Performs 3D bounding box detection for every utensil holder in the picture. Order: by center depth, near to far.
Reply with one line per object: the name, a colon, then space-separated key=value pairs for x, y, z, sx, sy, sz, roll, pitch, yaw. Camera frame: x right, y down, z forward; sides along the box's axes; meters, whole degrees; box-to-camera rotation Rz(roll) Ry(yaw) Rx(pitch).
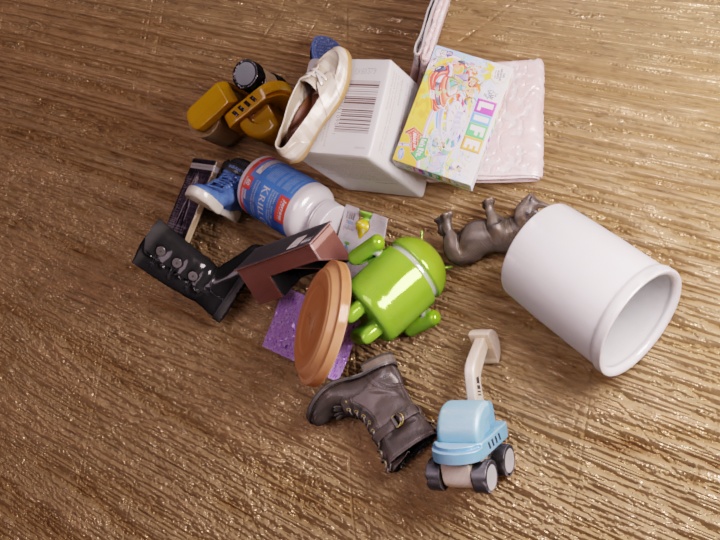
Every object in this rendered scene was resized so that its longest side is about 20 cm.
utensil holder: x=0.322 y=0.022 z=1.463 sx=0.200 sy=0.169 sz=0.171 roll=40 pitch=97 yaw=37

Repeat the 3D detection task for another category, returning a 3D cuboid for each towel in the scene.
towel: x=0.201 y=-0.241 z=1.664 sx=0.188 sy=0.032 sz=0.204 roll=0 pitch=76 yaw=14
towel: x=0.123 y=-0.417 z=1.725 sx=0.032 sy=0.191 sz=0.203 roll=19 pitch=84 yaw=1

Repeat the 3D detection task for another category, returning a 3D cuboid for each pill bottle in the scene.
pill bottle: x=-0.115 y=-0.115 z=1.811 sx=0.199 sy=0.112 sz=0.113 roll=30 pitch=91 yaw=34

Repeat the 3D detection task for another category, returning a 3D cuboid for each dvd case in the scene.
dvd case: x=-0.329 y=-0.116 z=1.968 sx=0.148 sy=0.016 sz=0.203 roll=16 pitch=84 yaw=63

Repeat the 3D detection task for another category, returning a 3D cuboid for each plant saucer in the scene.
plant saucer: x=-0.065 y=0.081 z=1.632 sx=0.200 sy=0.032 sz=0.204 roll=-164 pitch=89 yaw=-73

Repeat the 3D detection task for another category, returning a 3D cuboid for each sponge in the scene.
sponge: x=-0.085 y=0.105 z=1.748 sx=0.199 sy=0.030 sz=0.113 roll=19 pitch=85 yaw=48

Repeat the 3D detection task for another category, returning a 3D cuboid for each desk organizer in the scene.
desk organizer: x=-0.114 y=-0.010 z=1.746 sx=0.198 sy=0.078 sz=0.072 roll=-18 pitch=22 yaw=43

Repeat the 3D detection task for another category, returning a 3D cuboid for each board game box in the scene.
board game box: x=0.147 y=-0.242 z=1.630 sx=0.133 sy=0.034 sz=0.203 roll=19 pitch=81 yaw=13

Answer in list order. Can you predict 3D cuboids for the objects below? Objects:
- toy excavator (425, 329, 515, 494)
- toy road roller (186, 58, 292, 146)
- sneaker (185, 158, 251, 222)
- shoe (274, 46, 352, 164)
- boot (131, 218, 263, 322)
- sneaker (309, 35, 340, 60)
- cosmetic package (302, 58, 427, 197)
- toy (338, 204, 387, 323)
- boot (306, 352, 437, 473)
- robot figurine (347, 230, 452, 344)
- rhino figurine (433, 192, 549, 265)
toy excavator: x=0.168 y=0.205 z=1.530 sx=0.099 sy=0.194 sz=0.204 roll=-2 pitch=101 yaw=31
toy road roller: x=-0.210 y=-0.282 z=1.925 sx=0.199 sy=0.123 sz=0.147 roll=-35 pitch=70 yaw=17
sneaker: x=-0.245 y=-0.158 z=1.861 sx=0.076 sy=0.200 sz=0.112 roll=27 pitch=90 yaw=16
shoe: x=-0.075 y=-0.265 z=1.626 sx=0.069 sy=0.053 sz=0.202 roll=27 pitch=90 yaw=34
boot: x=-0.291 y=-0.028 z=1.864 sx=0.199 sy=0.066 sz=0.166 roll=36 pitch=96 yaw=0
sneaker: x=-0.065 y=-0.342 z=1.881 sx=0.078 sy=0.069 sz=0.202 roll=121 pitch=150 yaw=-43
cosmetic package: x=0.012 y=-0.236 z=1.717 sx=0.163 sy=0.199 sz=0.168 roll=8 pitch=79 yaw=32
toy: x=0.000 y=0.000 z=1.734 sx=0.114 sy=0.047 sz=0.204 roll=22 pitch=105 yaw=48
boot: x=0.017 y=0.244 z=1.641 sx=0.199 sy=0.069 sz=0.176 roll=-36 pitch=59 yaw=16
robot figurine: x=0.053 y=0.030 z=1.629 sx=0.200 sy=0.116 sz=0.176 roll=-42 pitch=99 yaw=-14
rhino figurine: x=0.210 y=-0.068 z=1.622 sx=0.197 sy=0.060 sz=0.089 roll=-17 pitch=86 yaw=26
